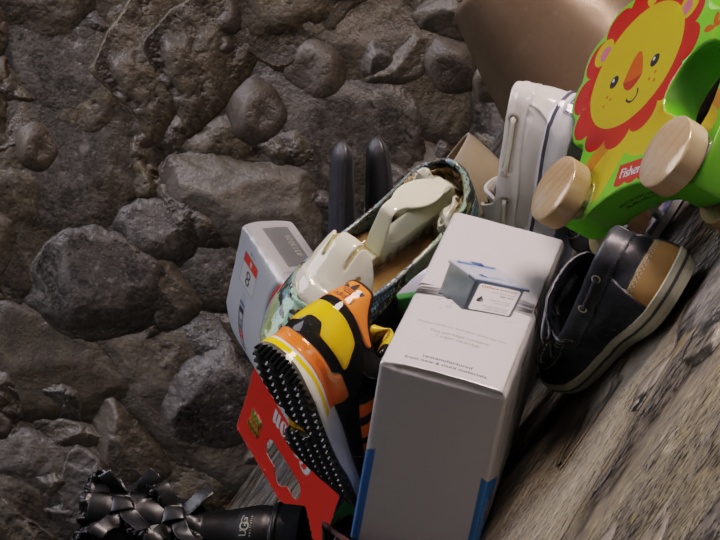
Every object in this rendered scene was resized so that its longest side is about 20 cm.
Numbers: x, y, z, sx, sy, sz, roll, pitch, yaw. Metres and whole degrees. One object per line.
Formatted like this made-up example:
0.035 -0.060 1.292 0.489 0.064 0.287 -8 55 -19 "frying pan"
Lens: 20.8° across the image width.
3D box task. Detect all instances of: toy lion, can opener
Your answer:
0.192 -0.110 1.228 0.200 0.069 0.192 -17 49 63 "toy lion"
0.000 0.000 1.424 0.063 0.201 0.079 -17 27 -23 "can opener"

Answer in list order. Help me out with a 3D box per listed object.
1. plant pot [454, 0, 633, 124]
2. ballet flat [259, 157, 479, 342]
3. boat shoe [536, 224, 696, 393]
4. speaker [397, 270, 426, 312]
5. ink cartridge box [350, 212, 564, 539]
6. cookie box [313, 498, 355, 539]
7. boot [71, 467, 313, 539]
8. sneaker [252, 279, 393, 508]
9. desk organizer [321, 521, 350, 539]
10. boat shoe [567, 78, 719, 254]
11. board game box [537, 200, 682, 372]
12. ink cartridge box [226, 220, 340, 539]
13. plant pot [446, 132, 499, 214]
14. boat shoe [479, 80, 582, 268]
0.168 -0.164 1.476 0.200 0.175 0.200 -38 0 0 "plant pot"
0.005 -0.014 1.342 0.200 0.074 0.074 -42 -5 -30 "ballet flat"
0.147 0.023 1.234 0.075 0.062 0.200 -59 1 -22 "boat shoe"
0.029 0.022 1.528 0.199 0.089 0.089 -10 32 34 "speaker"
0.066 0.076 1.290 0.200 0.086 0.147 -64 -14 -57 "ink cartridge box"
-0.013 0.219 1.554 0.200 0.075 0.171 -55 2 18 "cookie box"
-0.115 0.214 1.403 0.199 0.162 0.074 83 -165 -54 "boot"
-0.004 0.083 1.294 0.090 0.070 0.200 -42 -31 -15 "sneaker"
-0.004 0.223 1.321 0.072 0.077 0.200 -56 2 -7 "desk organizer"
0.196 -0.080 1.323 0.200 0.057 0.067 -41 20 43 "boat shoe"
0.182 -0.015 1.460 0.200 0.026 0.200 -56 2 -11 "board game box"
-0.059 0.089 1.438 0.162 0.050 0.201 54 136 44 "ink cartridge box"
0.092 -0.001 1.738 0.201 0.134 0.200 -55 2 3 "plant pot"
0.117 -0.044 1.393 0.072 0.066 0.200 -47 -27 -42 "boat shoe"
